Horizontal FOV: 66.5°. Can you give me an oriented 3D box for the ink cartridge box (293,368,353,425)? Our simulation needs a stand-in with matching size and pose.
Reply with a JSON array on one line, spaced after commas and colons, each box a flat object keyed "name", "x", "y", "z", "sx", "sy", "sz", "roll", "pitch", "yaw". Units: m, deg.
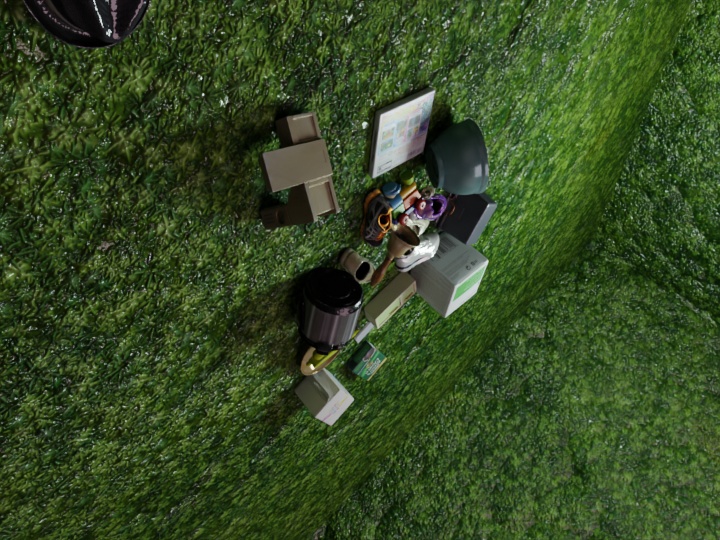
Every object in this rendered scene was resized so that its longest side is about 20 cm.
[{"name": "ink cartridge box", "x": -0.127, "y": 0.423, "z": 1.875, "sx": 0.125, "sy": 0.128, "sz": 0.201, "roll": -45, "pitch": 152, "yaw": -6}]

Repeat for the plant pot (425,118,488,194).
[{"name": "plant pot", "x": 0.257, "y": -0.303, "z": 1.527, "sx": 0.129, "sy": 0.205, "sz": 0.203, "roll": -13, "pitch": 145, "yaw": -6}]

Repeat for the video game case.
[{"name": "video game case", "x": 0.103, "y": -0.349, "z": 1.390, "sx": 0.197, "sy": 0.024, "sz": 0.186, "roll": -32, "pitch": 147, "yaw": -31}]

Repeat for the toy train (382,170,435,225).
[{"name": "toy train", "x": 0.143, "y": -0.232, "z": 1.543, "sx": 0.199, "sy": 0.084, "sz": 0.118, "roll": -40, "pitch": 138, "yaw": -19}]

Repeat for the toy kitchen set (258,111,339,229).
[{"name": "toy kitchen set", "x": -0.173, "y": -0.189, "z": 1.117, "sx": 0.161, "sy": 0.177, "sz": 0.208, "roll": -25, "pitch": 105, "yaw": -43}]

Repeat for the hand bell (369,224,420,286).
[{"name": "hand bell", "x": 0.082, "y": -0.031, "z": 1.600, "sx": 0.102, "sy": 0.105, "sz": 0.203, "roll": -11, "pitch": 141, "yaw": -50}]

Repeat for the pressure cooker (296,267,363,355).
[{"name": "pressure cooker", "x": -0.088, "y": 0.121, "z": 1.510, "sx": 0.173, "sy": 0.177, "sz": 0.205, "roll": -26, "pitch": 145, "yaw": -41}]

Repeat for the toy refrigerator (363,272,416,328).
[{"name": "toy refrigerator", "x": 0.106, "y": 0.102, "z": 1.896, "sx": 0.199, "sy": 0.070, "sz": 0.077, "roll": -43, "pitch": 152, "yaw": -16}]

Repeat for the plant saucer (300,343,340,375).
[{"name": "plant saucer", "x": -0.125, "y": 0.245, "z": 1.759, "sx": 0.198, "sy": 0.035, "sz": 0.204, "roll": -36, "pitch": 149, "yaw": -26}]

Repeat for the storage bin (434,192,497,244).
[{"name": "storage bin", "x": 0.357, "y": -0.191, "z": 1.845, "sx": 0.143, "sy": 0.134, "sz": 0.204, "roll": -8, "pitch": 131, "yaw": -52}]

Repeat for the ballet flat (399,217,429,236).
[{"name": "ballet flat", "x": 0.153, "y": -0.133, "z": 1.676, "sx": 0.197, "sy": 0.069, "sz": 0.071, "roll": 6, "pitch": 121, "yaw": -53}]

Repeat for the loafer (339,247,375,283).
[{"name": "loafer", "x": 0.000, "y": 0.000, "z": 1.611, "sx": 0.076, "sy": 0.068, "sz": 0.199, "roll": -50, "pitch": 153, "yaw": 3}]

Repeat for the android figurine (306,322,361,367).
[{"name": "android figurine", "x": -0.086, "y": 0.229, "z": 1.663, "sx": 0.199, "sy": 0.042, "sz": 0.181, "roll": -41, "pitch": 172, "yaw": 23}]

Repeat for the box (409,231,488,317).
[{"name": "box", "x": 0.304, "y": 0.008, "z": 1.939, "sx": 0.196, "sy": 0.199, "sz": 0.175, "roll": -32, "pitch": 150, "yaw": -31}]

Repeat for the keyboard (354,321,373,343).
[{"name": "keyboard", "x": 0.051, "y": 0.179, "z": 1.976, "sx": 0.200, "sy": 0.011, "sz": 0.057, "roll": -47, "pitch": 158, "yaw": -7}]

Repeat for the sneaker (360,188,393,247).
[{"name": "sneaker", "x": 0.049, "y": -0.127, "z": 1.522, "sx": 0.078, "sy": 0.077, "sz": 0.203, "roll": -38, "pitch": 152, "yaw": -23}]

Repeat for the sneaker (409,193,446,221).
[{"name": "sneaker", "x": 0.222, "y": -0.194, "z": 1.657, "sx": 0.198, "sy": 0.086, "sz": 0.084, "roll": -18, "pitch": 100, "yaw": -54}]

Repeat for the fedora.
[{"name": "fedora", "x": -0.316, "y": -0.359, "z": 0.666, "sx": 0.198, "sy": 0.091, "sz": 0.204, "roll": -36, "pitch": 149, "yaw": -25}]

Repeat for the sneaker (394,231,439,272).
[{"name": "sneaker", "x": 0.190, "y": -0.077, "z": 1.807, "sx": 0.198, "sy": 0.076, "sz": 0.082, "roll": -37, "pitch": 141, "yaw": -26}]

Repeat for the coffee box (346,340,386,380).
[{"name": "coffee box", "x": 0.026, "y": 0.348, "z": 2.104, "sx": 0.124, "sy": 0.044, "sz": 0.200, "roll": -48, "pitch": 153, "yaw": -4}]
